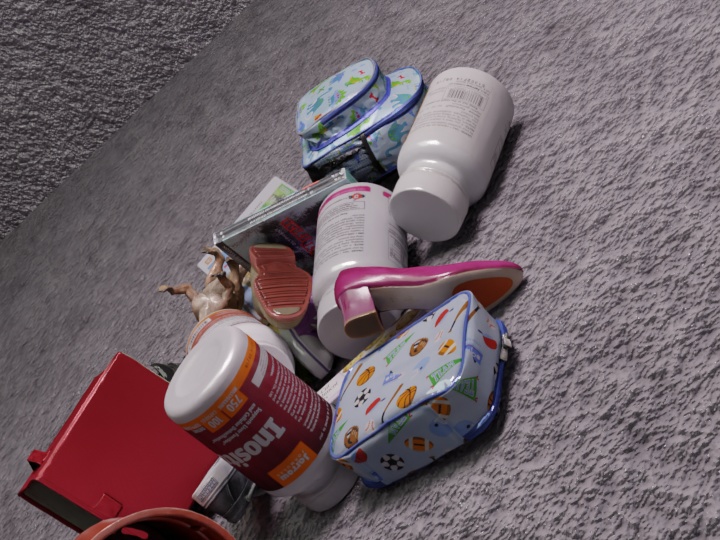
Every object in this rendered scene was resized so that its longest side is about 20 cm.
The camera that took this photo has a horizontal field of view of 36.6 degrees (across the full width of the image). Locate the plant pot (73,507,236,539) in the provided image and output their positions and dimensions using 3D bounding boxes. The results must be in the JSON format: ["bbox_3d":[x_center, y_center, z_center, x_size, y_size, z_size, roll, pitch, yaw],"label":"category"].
[{"bbox_3d":[-0.228,0.338,1.116,0.202,0.200,0.195,-58,17,-19],"label":"plant pot"}]

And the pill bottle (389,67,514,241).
[{"bbox_3d":[0.107,-0.139,1.316,0.114,0.114,0.201,-21,36,47],"label":"pill bottle"}]

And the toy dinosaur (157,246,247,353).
[{"bbox_3d":[-0.190,0.052,1.475,0.085,0.137,0.200,-1,31,27],"label":"toy dinosaur"}]

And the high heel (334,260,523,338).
[{"bbox_3d":[0.068,0.006,1.148,0.198,0.068,0.097,-12,40,1],"label":"high heel"}]

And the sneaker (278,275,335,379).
[{"bbox_3d":[-0.042,0.047,1.356,0.114,0.073,0.201,-41,25,11],"label":"sneaker"}]

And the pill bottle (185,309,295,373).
[{"bbox_3d":[-0.141,0.113,1.300,0.113,0.112,0.200,-52,17,-6],"label":"pill bottle"}]

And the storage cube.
[{"bbox_3d":[-0.288,0.233,1.332,0.181,0.199,0.171,-60,11,-27],"label":"storage cube"}]

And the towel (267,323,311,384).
[{"bbox_3d":[-0.124,0.133,1.431,0.144,0.023,0.200,-44,25,11],"label":"towel"}]

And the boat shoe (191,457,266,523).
[{"bbox_3d":[-0.129,0.227,1.246,0.072,0.068,0.200,-51,1,14],"label":"boat shoe"}]

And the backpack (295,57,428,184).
[{"bbox_3d":[0.010,-0.205,1.524,0.198,0.148,0.184,-26,27,12],"label":"backpack"}]

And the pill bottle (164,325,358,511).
[{"bbox_3d":[-0.093,0.157,1.115,0.113,0.200,0.113,-38,26,22],"label":"pill bottle"}]

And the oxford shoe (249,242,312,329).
[{"bbox_3d":[-0.097,0.033,1.320,0.200,0.070,0.076,-111,23,-66],"label":"oxford shoe"}]

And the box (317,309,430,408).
[{"bbox_3d":[0.012,0.114,1.197,0.200,0.039,0.042,-43,24,15],"label":"box"}]

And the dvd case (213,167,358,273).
[{"bbox_3d":[-0.070,-0.049,1.413,0.198,0.146,0.022,-24,55,18],"label":"dvd case"}]

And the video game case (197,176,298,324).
[{"bbox_3d":[-0.130,-0.033,1.569,0.182,0.022,0.200,-49,42,-5],"label":"video game case"}]

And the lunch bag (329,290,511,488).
[{"bbox_3d":[0.061,0.113,1.072,0.199,0.075,0.161,-34,25,33],"label":"lunch bag"}]

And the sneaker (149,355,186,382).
[{"bbox_3d":[-0.247,0.146,1.501,0.200,0.113,0.077,-111,37,-67],"label":"sneaker"}]

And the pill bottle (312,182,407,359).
[{"bbox_3d":[0.000,0.000,1.288,0.113,0.113,0.201,-35,33,29],"label":"pill bottle"}]
